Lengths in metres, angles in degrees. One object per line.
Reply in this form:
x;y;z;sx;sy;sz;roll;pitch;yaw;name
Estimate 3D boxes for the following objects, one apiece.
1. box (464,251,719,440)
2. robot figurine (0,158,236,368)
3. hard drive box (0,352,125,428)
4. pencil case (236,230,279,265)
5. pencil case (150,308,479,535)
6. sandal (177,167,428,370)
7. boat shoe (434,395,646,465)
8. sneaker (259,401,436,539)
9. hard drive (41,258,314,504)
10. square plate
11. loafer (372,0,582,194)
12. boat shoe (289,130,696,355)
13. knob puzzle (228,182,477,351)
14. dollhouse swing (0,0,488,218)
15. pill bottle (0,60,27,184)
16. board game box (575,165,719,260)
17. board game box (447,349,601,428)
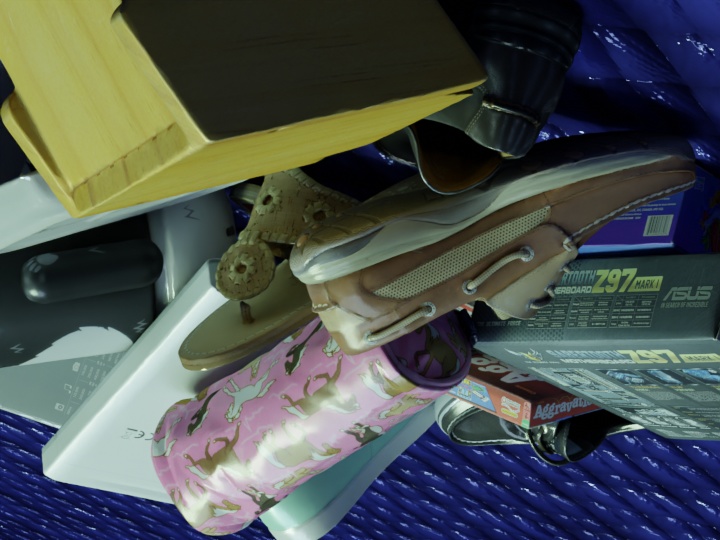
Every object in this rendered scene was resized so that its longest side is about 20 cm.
0.175;0.042;1.314;0.158;0.051;0.200;25;164;-31;box
-0.170;-0.008;1.450;0.200;0.150;0.125;-8;137;-12;robot figurine
-0.240;0.041;1.769;0.200;0.077;0.156;19;-169;-13;hard drive box
-0.065;0.037;1.682;0.087;0.078;0.200;-7;159;14;pencil case
-0.030;0.069;1.370;0.200;0.083;0.086;-37;169;35;pencil case
-0.025;-0.027;1.286;0.078;0.212;0.070;-1;114;50;sandal
0.133;0.085;1.553;0.200;0.066;0.070;-13;142;26;boat shoe
-0.015;0.066;1.608;0.074;0.200;0.118;-7;124;47;sneaker
-0.080;0.071;1.463;0.132;0.027;0.200;15;138;-30;hard drive
-0.112;-0.047;1.303;0.198;0.029;0.200;-18;180;-27;square plate
0.040;-0.071;1.177;0.073;0.072;0.200;17;166;-9;loafer
0.068;-0.014;1.220;0.200;0.072;0.076;-18;-169;7;boat shoe
0.000;0.000;1.470;0.219;0.031;0.220;26;177;1;knob puzzle
-0.076;-0.130;1.103;0.181;0.176;0.200;-14;177;-23;dollhouse swing
-0.278;-0.097;1.345;0.200;0.111;0.111;13;165;13;pill bottle
0.141;-0.007;1.360;0.134;0.045;0.200;28;162;-37;board game box
0.060;0.047;1.517;0.200;0.019;0.103;21;-156;41;board game box
